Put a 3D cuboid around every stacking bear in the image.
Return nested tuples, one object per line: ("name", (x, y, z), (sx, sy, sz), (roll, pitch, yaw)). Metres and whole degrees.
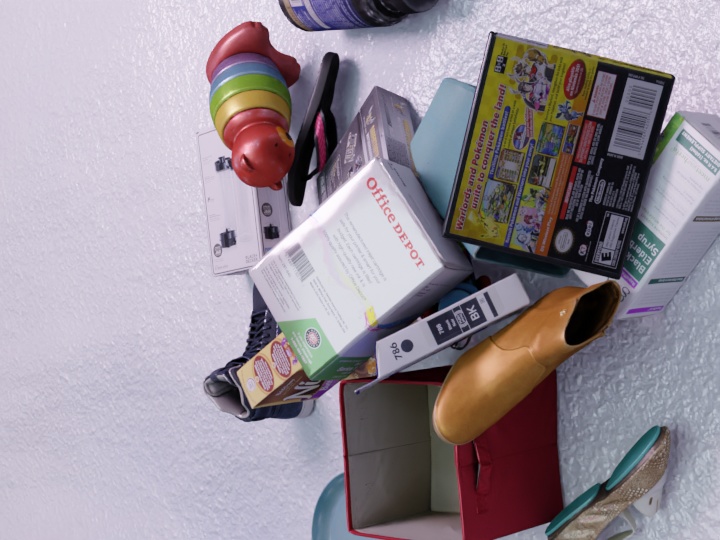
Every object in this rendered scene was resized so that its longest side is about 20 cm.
("stacking bear", (-0.131, -0.190, 1.632), (0.113, 0.121, 0.202), (-28, 50, 18))

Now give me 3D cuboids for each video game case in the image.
("video game case", (0.186, -0.109, 1.243), (0.178, 0.026, 0.203), (13, 105, 1))

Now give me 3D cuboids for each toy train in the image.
("toy train", (0.092, -0.037, 1.440), (0.083, 0.116, 0.203), (-12, 96, 4))

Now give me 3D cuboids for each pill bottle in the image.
("pill bottle", (-0.001, -0.345, 1.551), (0.199, 0.111, 0.114), (7, 98, 45))

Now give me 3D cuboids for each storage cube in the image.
("storage cube", (0.100, 0.197, 1.436), (0.199, 0.178, 0.174), (-4, 90, 46))

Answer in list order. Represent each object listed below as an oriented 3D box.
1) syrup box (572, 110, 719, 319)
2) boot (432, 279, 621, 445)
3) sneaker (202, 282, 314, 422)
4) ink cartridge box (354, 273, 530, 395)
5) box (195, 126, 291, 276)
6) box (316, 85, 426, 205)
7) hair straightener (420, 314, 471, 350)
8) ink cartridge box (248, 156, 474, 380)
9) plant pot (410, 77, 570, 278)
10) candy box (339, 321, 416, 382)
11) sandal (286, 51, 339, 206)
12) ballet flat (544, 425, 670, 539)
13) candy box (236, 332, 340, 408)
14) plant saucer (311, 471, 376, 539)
("syrup box", (0.301, -0.052, 1.281), (0.079, 0.081, 0.201), (50, 124, 31))
("boot", (0.161, 0.084, 1.267), (0.071, 0.201, 0.144), (46, 158, -6))
("sneaker", (-0.142, 0.099, 1.704), (0.077, 0.145, 0.205), (-25, 74, 45))
("ink cartridge box", (0.075, 0.066, 1.336), (0.040, 0.198, 0.099), (62, 176, 6))
("box", (-0.156, -0.099, 1.765), (0.116, 0.060, 0.203), (-12, 85, 46))
("box", (0.008, -0.097, 1.541), (0.159, 0.048, 0.201), (-55, 27, 32))
("hair straightener", (0.072, 0.013, 1.550), (0.201, 0.041, 0.077), (54, 127, 29))
("ink cartridge box", (0.000, 0.000, 1.384), (0.200, 0.084, 0.146), (-40, 69, 21))
("plant pot", (0.149, -0.114, 1.388), (0.200, 0.140, 0.142), (49, 119, 44))
("candy box", (-0.018, 0.051, 1.635), (0.200, 0.055, 0.116), (51, 125, 31))
("sandal", (-0.050, -0.174, 1.648), (0.045, 0.075, 0.202), (18, 101, 7))
("ballet flat", (0.273, 0.238, 1.355), (0.065, 0.071, 0.200), (41, 127, 4))
("candy box", (-0.043, 0.090, 1.541), (0.200, 0.116, 0.057), (-42, 65, 35))
("plant saucer", (0.013, 0.351, 1.644), (0.199, 0.027, 0.203), (3, 94, 46))
